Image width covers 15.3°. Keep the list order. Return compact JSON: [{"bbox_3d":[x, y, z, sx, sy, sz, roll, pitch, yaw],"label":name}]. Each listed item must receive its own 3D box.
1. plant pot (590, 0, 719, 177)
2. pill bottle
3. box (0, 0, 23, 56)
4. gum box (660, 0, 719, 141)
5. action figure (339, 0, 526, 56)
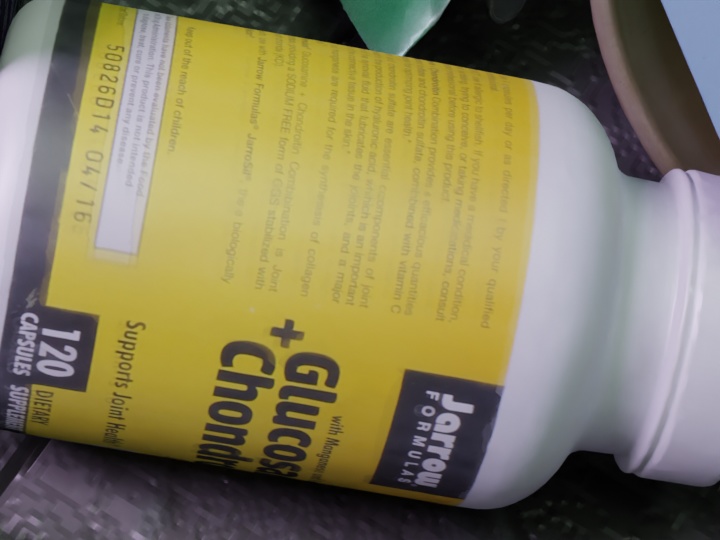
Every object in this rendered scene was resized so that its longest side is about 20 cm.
[{"bbox_3d":[0.188,-0.104,0.755,0.200,0.200,0.174,34,44,8],"label":"plant pot"},{"bbox_3d":[0.000,0.000,0.689,0.199,0.112,0.112,10,61,-5],"label":"pill bottle"},{"bbox_3d":[-0.134,-0.124,0.709,0.104,0.148,0.201,12,61,-4],"label":"box"},{"bbox_3d":[0.192,-0.036,0.630,0.170,0.199,0.045,65,24,-13],"label":"gum box"},{"bbox_3d":[-0.007,-0.157,0.797,0.118,0.055,0.200,-42,63,-2],"label":"action figure"}]
